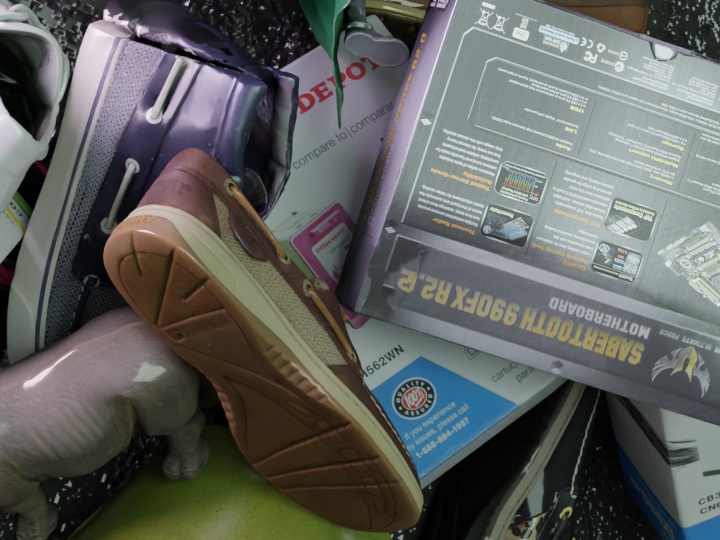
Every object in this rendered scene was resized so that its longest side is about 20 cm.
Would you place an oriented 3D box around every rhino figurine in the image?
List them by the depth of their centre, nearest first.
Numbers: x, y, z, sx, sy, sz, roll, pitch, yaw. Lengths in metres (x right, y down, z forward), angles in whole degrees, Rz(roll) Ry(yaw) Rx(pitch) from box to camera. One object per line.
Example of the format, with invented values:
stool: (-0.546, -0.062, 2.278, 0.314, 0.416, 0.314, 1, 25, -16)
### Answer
rhino figurine: (-0.152, 0.076, 1.056, 0.199, 0.060, 0.088, -24, 145, -2)

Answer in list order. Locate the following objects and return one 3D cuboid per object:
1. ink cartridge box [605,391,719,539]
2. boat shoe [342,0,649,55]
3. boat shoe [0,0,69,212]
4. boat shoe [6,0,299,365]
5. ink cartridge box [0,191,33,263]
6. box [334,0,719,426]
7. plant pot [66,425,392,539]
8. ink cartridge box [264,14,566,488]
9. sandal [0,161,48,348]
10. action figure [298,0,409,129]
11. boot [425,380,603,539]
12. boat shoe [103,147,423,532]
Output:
ink cartridge box: (0.202, 0.042, 1.235, 0.145, 0.084, 0.201, -24, 133, -7)
boat shoe: (0.066, -0.140, 1.251, 0.199, 0.072, 0.068, 3, 81, -34)
boat shoe: (-0.156, -0.081, 1.057, 0.067, 0.200, 0.074, -37, 120, 16)
boat shoe: (-0.091, -0.016, 1.072, 0.075, 0.092, 0.201, -22, 131, -58)
ink cartridge box: (-0.227, -0.028, 1.002, 0.076, 0.200, 0.148, -37, 101, 14)
box: (0.107, -0.030, 1.097, 0.199, 0.048, 0.159, 17, 95, -12)
plant pot: (-0.079, 0.182, 1.103, 0.200, 0.200, 0.193, 43, 57, -20)
ink cartridge box: (0.000, 0.000, 1.162, 0.144, 0.085, 0.200, -34, 81, -26)
sandal: (-0.174, -0.029, 1.126, 0.200, 0.045, 0.075, 48, 68, -19)
action figure: (-0.011, -0.172, 1.156, 0.054, 0.200, 0.119, 1, 127, -14)
boot: (0.110, 0.156, 1.258, 0.150, 0.073, 0.201, 31, 74, -25)
boat shoe: (-0.029, 0.031, 1.037, 0.200, 0.072, 0.072, 50, 47, -27)
